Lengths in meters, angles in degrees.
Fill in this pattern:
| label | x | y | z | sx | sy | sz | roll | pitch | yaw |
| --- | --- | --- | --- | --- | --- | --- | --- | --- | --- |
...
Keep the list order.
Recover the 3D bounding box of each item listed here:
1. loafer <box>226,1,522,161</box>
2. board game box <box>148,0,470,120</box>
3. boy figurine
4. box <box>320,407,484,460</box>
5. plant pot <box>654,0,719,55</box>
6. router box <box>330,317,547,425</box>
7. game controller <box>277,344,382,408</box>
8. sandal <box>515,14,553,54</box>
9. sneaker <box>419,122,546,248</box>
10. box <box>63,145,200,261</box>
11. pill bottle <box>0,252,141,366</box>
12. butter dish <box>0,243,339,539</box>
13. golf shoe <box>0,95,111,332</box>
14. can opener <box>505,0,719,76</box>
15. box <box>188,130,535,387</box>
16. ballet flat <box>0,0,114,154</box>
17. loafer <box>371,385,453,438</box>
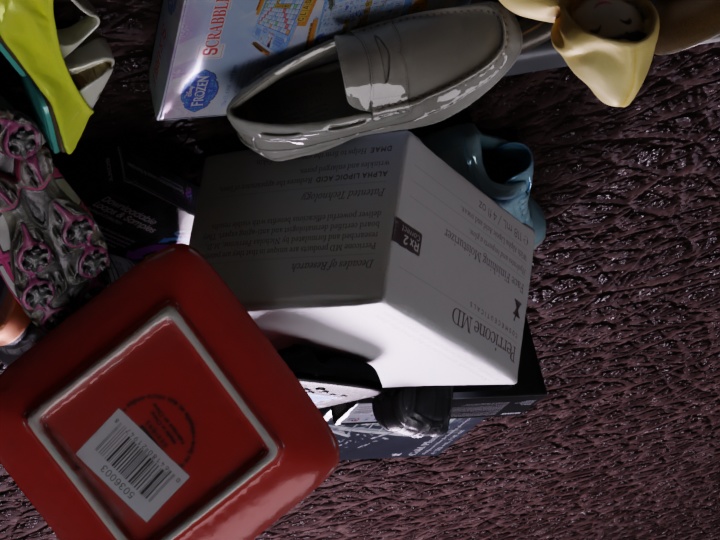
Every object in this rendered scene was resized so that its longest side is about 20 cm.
| label | x | y | z | sx | sy | sz | roll | pitch | yaw |
| --- | --- | --- | --- | --- | --- | --- | --- | --- | --- |
| loafer | 0.007 | -0.122 | 1.035 | 0.198 | 0.071 | 0.070 | -22 | 164 | 18 |
| board game box | -0.029 | -0.172 | 1.045 | 0.197 | 0.042 | 0.200 | -6 | 155 | -18 |
| boy figurine | 0.114 | -0.185 | 0.900 | 0.123 | 0.202 | 0.065 | -5 | 156 | -11 |
| box | 0.027 | 0.093 | 1.560 | 0.194 | 0.125 | 0.200 | 2 | 152 | -28 |
| plant pot | 0.264 | -0.207 | 1.028 | 0.199 | 0.028 | 0.200 | -36 | -170 | 7 |
| router box | 0.056 | 0.051 | 1.437 | 0.198 | 0.159 | 0.052 | 1 | 154 | -28 |
| game controller | -0.066 | 0.094 | 1.271 | 0.103 | 0.043 | 0.199 | 18 | 162 | -26 |
| sandal | 0.146 | -0.170 | 1.066 | 0.199 | 0.055 | 0.082 | -33 | -164 | 8 |
| sneaker | 0.117 | -0.064 | 1.321 | 0.081 | 0.075 | 0.199 | -21 | 156 | 28 |
| box | -0.221 | -0.024 | 1.274 | 0.198 | 0.037 | 0.143 | -23 | 155 | 23 |
| pill bottle | -0.213 | 0.035 | 1.232 | 0.106 | 0.107 | 0.199 | -28 | 153 | 29 |
| butter dish | -0.144 | 0.108 | 1.164 | 0.199 | 0.201 | 0.148 | -38 | -174 | -1 |
| golf shoe | -0.229 | -0.045 | 1.095 | 0.072 | 0.092 | 0.201 | -31 | 132 | -17 |
| can opener | 0.182 | -0.168 | 1.155 | 0.197 | 0.054 | 0.067 | -10 | 155 | -6 |
| box | 0.000 | 0.000 | 1.232 | 0.198 | 0.132 | 0.198 | -3 | 158 | 35 |
| ballet flat | -0.191 | -0.137 | 1.012 | 0.066 | 0.067 | 0.200 | -26 | 156 | -6 |
| loafer | 0.052 | 0.041 | 1.361 | 0.070 | 0.203 | 0.068 | 15 | 160 | -34 |
